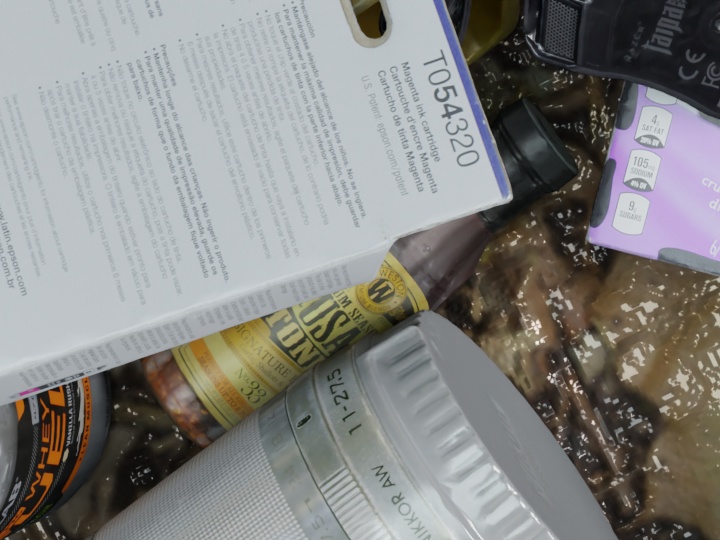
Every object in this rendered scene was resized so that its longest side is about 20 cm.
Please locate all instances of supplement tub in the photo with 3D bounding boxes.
[{"bbox_3d":[-0.184,0.062,1.196,0.122,0.200,0.123,1,95,11],"label":"supplement tub"}]

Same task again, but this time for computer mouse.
[{"bbox_3d":[0.106,-0.131,1.061,0.200,0.046,0.141,6,114,-24],"label":"computer mouse"}]

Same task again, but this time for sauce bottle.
[{"bbox_3d":[0.000,0.000,1.227,0.200,0.066,0.066,-38,86,12],"label":"sauce bottle"}]

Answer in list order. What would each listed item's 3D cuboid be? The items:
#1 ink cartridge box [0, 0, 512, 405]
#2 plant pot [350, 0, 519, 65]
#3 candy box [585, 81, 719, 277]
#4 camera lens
[{"bbox_3d":[-0.069,-0.074,1.023,0.200,0.043,0.197,-18,73,-2],"label":"ink cartridge box"},{"bbox_3d":[-0.070,-0.144,1.154,0.194,0.196,0.200,-35,81,-5],"label":"plant pot"},{"bbox_3d":[0.195,-0.088,1.145,0.167,0.072,0.200,15,97,10],"label":"candy box"},{"bbox_3d":[-0.010,0.132,1.189,0.200,0.160,0.160,-37,87,11],"label":"camera lens"}]
